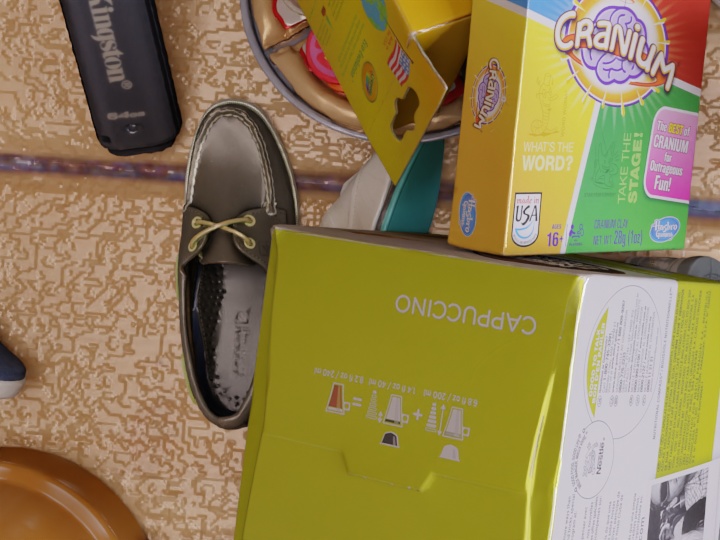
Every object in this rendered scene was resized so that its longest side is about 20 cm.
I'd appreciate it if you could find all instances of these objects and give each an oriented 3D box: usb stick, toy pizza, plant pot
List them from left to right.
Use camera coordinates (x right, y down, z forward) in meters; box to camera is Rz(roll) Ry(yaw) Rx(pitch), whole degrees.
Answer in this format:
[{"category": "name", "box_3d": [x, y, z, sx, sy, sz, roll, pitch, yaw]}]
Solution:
[{"category": "plant pot", "box_3d": [-0.235, 0.214, 1.190, 0.200, 0.183, 0.201, 0, 92, 8]}, {"category": "usb stick", "box_3d": [-0.147, -0.151, 1.181, 0.055, 0.033, 0.200, -12, 132, -3]}, {"category": "toy pizza", "box_3d": [0.026, -0.173, 1.190, 0.200, 0.032, 0.201, -1, 76, 5]}]

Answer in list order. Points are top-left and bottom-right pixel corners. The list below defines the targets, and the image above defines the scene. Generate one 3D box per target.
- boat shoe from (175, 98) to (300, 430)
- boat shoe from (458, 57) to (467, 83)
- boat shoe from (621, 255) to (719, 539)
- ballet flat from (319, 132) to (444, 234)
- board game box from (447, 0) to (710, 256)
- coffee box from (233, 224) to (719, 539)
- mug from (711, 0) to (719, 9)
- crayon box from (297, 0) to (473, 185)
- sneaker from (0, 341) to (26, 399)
[{"category": "boat shoe", "box_3d": [-0.076, -0.004, 1.222, 0.072, 0.060, 0.202, -1, 92, 8]}, {"category": "boat shoe", "box_3d": [0.058, -0.186, 1.137, 0.072, 0.076, 0.200, -24, 80, -13]}, {"category": "boat shoe", "box_3d": [0.182, 0.092, 1.192, 0.065, 0.074, 0.202, 3, 96, 43]}, {"category": "ballet flat", "box_3d": [0.000, 0.000, 1.215, 0.069, 0.069, 0.200, 11, 94, 7]}, {"category": "board game box", "box_3d": [0.120, -0.110, 1.062, 0.040, 0.153, 0.200, 13, 102, 45]}, {"category": "coffee box", "box_3d": [0.072, 0.087, 1.104, 0.199, 0.198, 0.200, 10, 94, 35]}, {"category": "mug", "box_3d": [0.262, -0.197, 1.128, 0.153, 0.149, 0.187, -44, 68, 15]}, {"category": "crayon box", "box_3d": [0.007, -0.162, 1.105, 0.051, 0.127, 0.200, -21, 75, -19]}, {"category": "sneaker", "box_3d": [-0.277, -0.003, 1.242, 0.200, 0.075, 0.085, 36, 101, 5]}]
